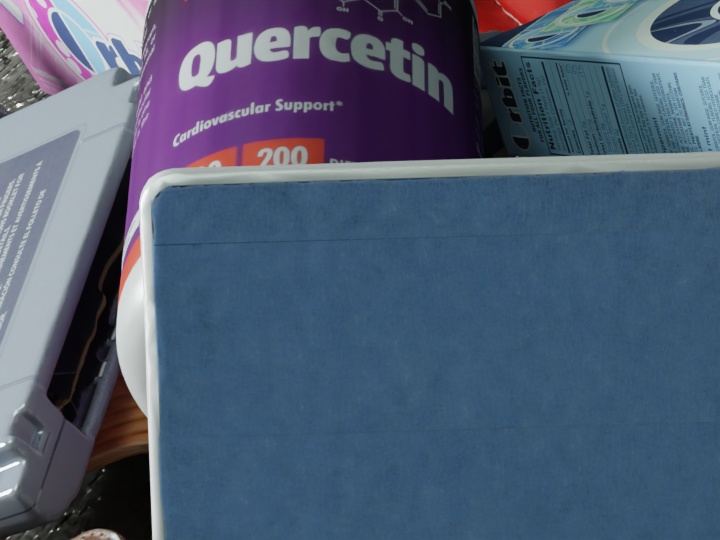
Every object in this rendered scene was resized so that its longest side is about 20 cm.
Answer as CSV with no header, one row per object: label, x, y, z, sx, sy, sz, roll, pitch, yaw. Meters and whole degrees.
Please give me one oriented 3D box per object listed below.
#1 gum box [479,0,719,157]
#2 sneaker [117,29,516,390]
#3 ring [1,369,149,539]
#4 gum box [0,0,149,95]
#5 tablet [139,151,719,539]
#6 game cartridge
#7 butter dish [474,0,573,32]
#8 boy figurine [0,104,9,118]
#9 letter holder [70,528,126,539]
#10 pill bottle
gum box,0.161,-0.079,0.802,0.169,0.045,0.200,-28,20,-26
sneaker,0.000,0.000,0.887,0.200,0.070,0.082,-40,49,-5
ring,-0.076,0.115,0.796,0.199,0.019,0.202,-18,48,21
gum box,-0.092,-0.118,1.059,0.066,0.114,0.200,-43,35,-18
tablet,0.040,0.034,0.694,0.198,0.131,0.014,-2,6,1
game cartridge,-0.134,0.020,0.881,0.132,0.041,0.201,-16,40,30
butter dish,0.088,-0.196,0.986,0.199,0.148,0.200,-34,33,-3
boy figurine,-0.110,-0.017,0.989,0.124,0.065,0.199,-44,32,-22
letter holder,-0.076,0.152,0.676,0.141,0.101,0.201,-29,41,8
pill bottle,-0.016,-0.040,0.798,0.112,0.113,0.201,-19,44,18
